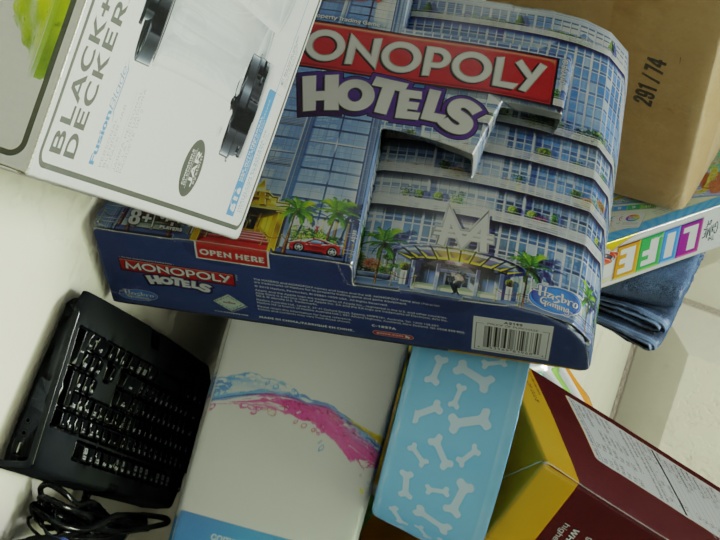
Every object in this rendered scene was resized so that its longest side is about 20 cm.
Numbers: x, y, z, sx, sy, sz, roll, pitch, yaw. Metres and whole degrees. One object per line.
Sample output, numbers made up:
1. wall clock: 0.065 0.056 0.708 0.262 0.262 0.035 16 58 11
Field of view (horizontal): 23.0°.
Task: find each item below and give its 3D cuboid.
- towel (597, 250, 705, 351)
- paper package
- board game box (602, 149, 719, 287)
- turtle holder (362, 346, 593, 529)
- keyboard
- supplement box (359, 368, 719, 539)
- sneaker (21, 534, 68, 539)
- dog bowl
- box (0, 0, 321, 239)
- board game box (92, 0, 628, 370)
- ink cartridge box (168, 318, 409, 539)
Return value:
1. towel: 0.109 -0.020 1.082 0.112 0.199 0.049 -52 153 -51
2. paper package: 0.122 -0.150 0.975 0.200 0.190 0.104 90 23 -52
3. board game box: 0.126 -0.046 1.045 0.200 0.134 0.034 -17 133 -26
4. turtle holder: 0.045 0.096 0.990 0.141 0.185 0.132 -60 158 -66
5. keyboard: -0.096 0.078 0.769 0.200 0.040 0.104 46 64 -74
6. supplement box: 0.101 0.189 0.879 0.197 0.200 0.133 -54 -165 14
7. sneaker: -0.153 0.188 0.667 0.200 0.078 0.089 -67 152 -25
8. dog bowl: 0.047 0.036 0.789 0.200 0.049 0.112 -75 178 -46
9. box: -0.077 -0.079 0.580 0.200 0.060 0.117 23 87 -76
10. board game box: 0.011 -0.071 0.743 0.062 0.199 0.200 88 12 -59
11. ink cartridge box: -0.028 0.065 0.829 0.145 0.084 0.201 102 1 -86
